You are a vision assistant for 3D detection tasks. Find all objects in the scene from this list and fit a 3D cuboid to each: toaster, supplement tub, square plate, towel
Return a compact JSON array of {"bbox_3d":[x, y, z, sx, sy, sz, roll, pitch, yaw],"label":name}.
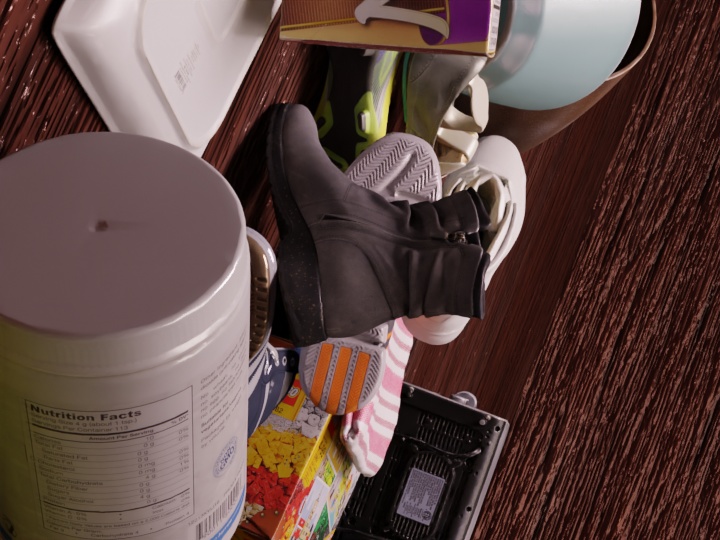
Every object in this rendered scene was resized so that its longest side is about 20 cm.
[{"bbox_3d":[0.027,0.192,1.336,0.119,0.181,0.200,22,87,-78],"label":"toaster"},{"bbox_3d":[-0.117,0.050,0.684,0.200,0.132,0.132,95,20,-45],"label":"supplement tub"},{"bbox_3d":[-0.079,-0.154,0.763,0.200,0.028,0.198,72,39,-68],"label":"square plate"},{"bbox_3d":[0.025,0.059,1.169,0.146,0.030,0.200,66,37,-71],"label":"towel"}]

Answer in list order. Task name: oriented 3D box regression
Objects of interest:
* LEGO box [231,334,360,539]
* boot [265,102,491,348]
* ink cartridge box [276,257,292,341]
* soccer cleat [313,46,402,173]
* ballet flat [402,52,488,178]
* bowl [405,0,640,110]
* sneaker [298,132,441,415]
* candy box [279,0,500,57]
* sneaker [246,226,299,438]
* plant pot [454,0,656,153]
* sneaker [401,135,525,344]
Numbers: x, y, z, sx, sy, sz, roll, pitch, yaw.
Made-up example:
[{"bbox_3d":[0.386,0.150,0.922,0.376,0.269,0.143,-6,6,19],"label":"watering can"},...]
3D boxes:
[{"bbox_3d":[-0.060,0.162,1.173,0.200,0.077,0.149,79,34,-65],"label":"LEGO box"},{"bbox_3d":[0.011,-0.035,0.930,0.070,0.132,0.200,81,-1,-52],"label":"boot"},{"bbox_3d":[-0.014,0.001,1.198,0.200,0.048,0.146,85,27,-55],"label":"ink cartridge box"},{"bbox_3d":[0.005,-0.129,1.036,0.084,0.065,0.200,-37,144,-47],"label":"soccer cleat"},{"bbox_3d":[0.059,-0.104,1.076,0.200,0.064,0.067,95,16,-63],"label":"ballet flat"},{"bbox_3d":[0.097,-0.209,1.092,0.105,0.201,0.201,-23,134,-46],"label":"bowl"},{"bbox_3d":[0.000,0.000,1.037,0.112,0.078,0.200,-131,-120,-88],"label":"sneaker"},{"bbox_3d":[0.022,-0.219,0.788,0.056,0.117,0.200,-36,132,-78],"label":"candy box"},{"bbox_3d":[-0.079,0.039,0.945,0.109,0.070,0.200,-47,158,-54],"label":"sneaker"},{"bbox_3d":[0.138,-0.188,1.305,0.187,0.187,0.200,-62,179,-30],"label":"plant pot"},{"bbox_3d":[0.097,-0.049,1.118,0.116,0.074,0.200,114,-2,-55],"label":"sneaker"}]
